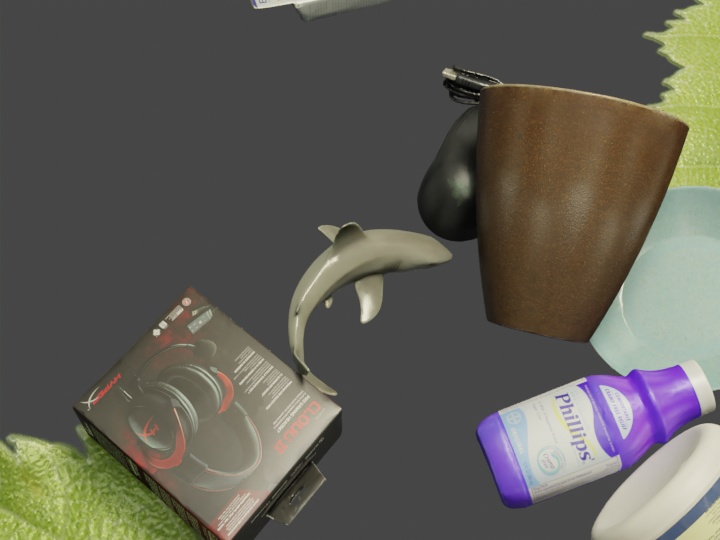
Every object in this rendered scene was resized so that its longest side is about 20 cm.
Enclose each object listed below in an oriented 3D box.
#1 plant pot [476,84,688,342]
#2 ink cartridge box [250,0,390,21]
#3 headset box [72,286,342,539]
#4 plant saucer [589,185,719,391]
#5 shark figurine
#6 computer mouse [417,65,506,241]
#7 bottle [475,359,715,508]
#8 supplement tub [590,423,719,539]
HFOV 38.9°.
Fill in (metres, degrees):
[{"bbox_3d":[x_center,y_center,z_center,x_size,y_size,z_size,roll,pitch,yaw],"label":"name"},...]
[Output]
[{"bbox_3d":[0.180,-0.044,0.912,0.184,0.187,0.203,11,92,3],"label":"plant pot"},{"bbox_3d":[-0.049,-0.376,1.153,0.197,0.041,0.202,-14,65,-9],"label":"ink cartridge box"},{"bbox_3d":[-0.120,0.136,0.874,0.199,0.075,0.149,37,67,15],"label":"headset box"},{"bbox_3d":[0.303,0.021,0.946,0.199,0.039,0.204,-10,65,22],"label":"plant saucer"},{"bbox_3d":[-0.021,0.004,0.929,0.128,0.090,0.214,34,57,17],"label":"shark figurine"},{"bbox_3d":[0.120,-0.122,1.027,0.137,0.053,0.201,22,65,8],"label":"computer mouse"},{"bbox_3d":[0.202,0.134,0.873,0.198,0.065,0.084,-21,66,2],"label":"bottle"},{"bbox_3d":[0.295,0.237,0.793,0.145,0.145,0.200,-41,83,-20],"label":"supplement tub"}]
